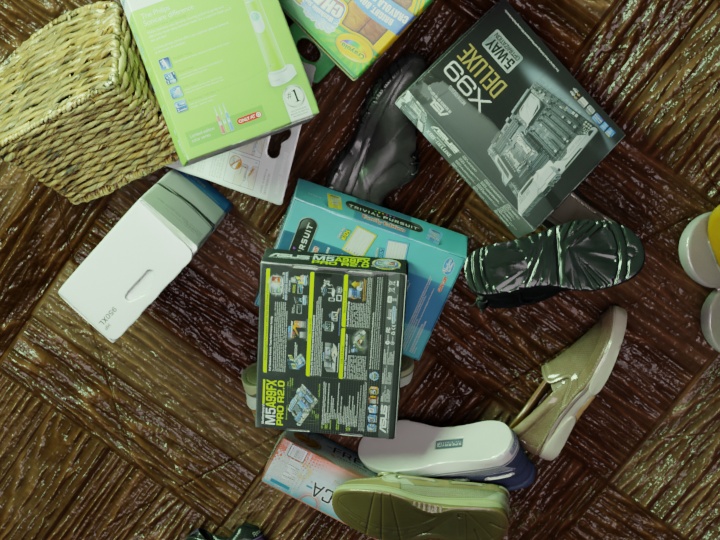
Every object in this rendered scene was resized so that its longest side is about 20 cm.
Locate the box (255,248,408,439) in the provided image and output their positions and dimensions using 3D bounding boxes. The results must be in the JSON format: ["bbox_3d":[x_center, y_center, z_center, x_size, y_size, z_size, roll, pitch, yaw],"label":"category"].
[{"bbox_3d":[-0.032,0.081,1.586,0.159,0.044,0.201,4,111,4],"label":"box"}]

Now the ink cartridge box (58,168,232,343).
[{"bbox_3d":[-0.230,-0.024,1.577,0.084,0.200,0.145,41,105,-6],"label":"ink cartridge box"}]

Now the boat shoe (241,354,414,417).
[{"bbox_3d":[-0.034,0.132,1.672,0.199,0.075,0.069,-7,123,7],"label":"boat shoe"}]

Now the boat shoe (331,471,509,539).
[{"bbox_3d":[0.069,0.262,1.637,0.199,0.063,0.074,2,121,7],"label":"boat shoe"}]

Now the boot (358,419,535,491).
[{"bbox_3d":[0.100,0.224,1.678,0.199,0.073,0.090,-3,142,29],"label":"boot"}]

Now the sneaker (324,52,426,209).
[{"bbox_3d":[0.033,-0.145,1.591,0.090,0.076,0.201,24,116,-7],"label":"sneaker"}]

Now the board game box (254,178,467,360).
[{"bbox_3d":[0.000,0.000,1.608,0.199,0.047,0.151,19,123,-6],"label":"board game box"}]

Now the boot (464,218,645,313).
[{"bbox_3d":[0.204,0.000,1.542,0.197,0.162,0.074,-9,81,11],"label":"boot"}]

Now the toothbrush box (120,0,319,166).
[{"bbox_3d":[-0.146,-0.225,1.473,0.145,0.086,0.201,-22,94,-10],"label":"toothbrush box"}]

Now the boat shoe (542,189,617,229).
[{"bbox_3d":[0.216,-0.071,1.594,0.200,0.057,0.067,44,77,-2],"label":"boat shoe"}]

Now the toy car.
[{"bbox_3d":[0.452,0.004,1.552,0.150,0.175,0.201,-26,103,-25],"label":"toy car"}]

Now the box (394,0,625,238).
[{"bbox_3d":[0.159,-0.161,1.535,0.158,0.050,0.200,-44,95,-19],"label":"box"}]

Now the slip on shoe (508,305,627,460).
[{"bbox_3d":[0.234,0.122,1.637,0.060,0.076,0.201,25,114,-4],"label":"slip on shoe"}]

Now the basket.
[{"bbox_3d":[-0.289,-0.186,1.582,0.199,0.143,0.149,-23,144,28],"label":"basket"}]

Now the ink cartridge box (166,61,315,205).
[{"bbox_3d":[-0.150,-0.180,1.585,0.199,0.050,0.163,19,106,13],"label":"ink cartridge box"}]

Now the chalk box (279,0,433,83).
[{"bbox_3d":[-0.005,-0.287,1.522,0.124,0.124,0.200,43,105,-6],"label":"chalk box"}]

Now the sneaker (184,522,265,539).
[{"bbox_3d":[-0.205,0.359,1.757,0.199,0.076,0.088,-16,88,6],"label":"sneaker"}]

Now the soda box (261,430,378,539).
[{"bbox_3d":[-0.014,0.255,1.698,0.199,0.068,0.064,28,104,-2],"label":"soda box"}]
